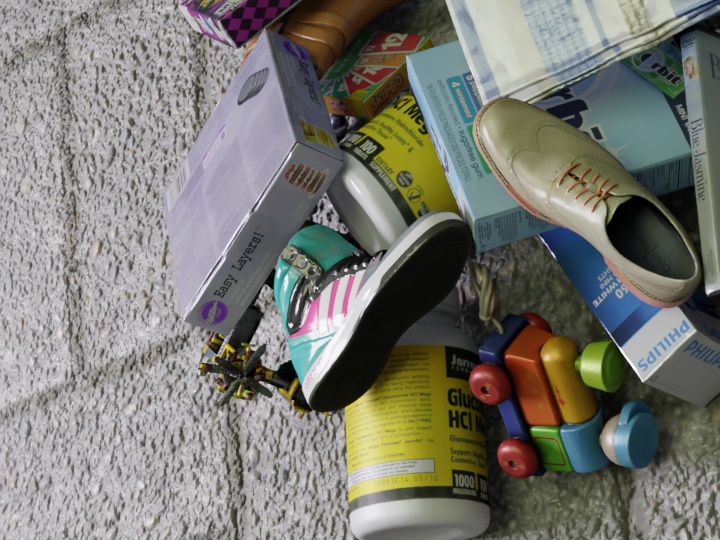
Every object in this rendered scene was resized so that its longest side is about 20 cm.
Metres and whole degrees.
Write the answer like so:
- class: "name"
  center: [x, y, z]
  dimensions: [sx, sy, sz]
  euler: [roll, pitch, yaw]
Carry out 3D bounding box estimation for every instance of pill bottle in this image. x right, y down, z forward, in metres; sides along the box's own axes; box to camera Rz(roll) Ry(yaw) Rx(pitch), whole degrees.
- class: "pill bottle"
  center: [0.073, -0.101, 1.405]
  dimensions: [0.199, 0.113, 0.112]
  euler: [-38, 50, -14]
- class: "pill bottle"
  center: [0.044, 0.114, 1.398]
  dimensions: [0.112, 0.112, 0.202]
  euler: [-16, 68, 35]

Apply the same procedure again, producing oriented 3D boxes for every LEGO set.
- class: "LEGO set"
  center: [-0.041, 0.043, 1.473]
  dimensions: [0.201, 0.153, 0.116]
  euler: [-57, 33, 2]

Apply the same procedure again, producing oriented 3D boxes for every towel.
- class: "towel"
  center: [0.157, -0.209, 1.251]
  dimensions: [0.199, 0.024, 0.148]
  euler: [-26, 72, 18]

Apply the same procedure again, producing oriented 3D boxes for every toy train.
- class: "toy train"
  center: [0.146, 0.065, 1.293]
  dimensions: [0.115, 0.201, 0.085]
  euler: [1, 33, 39]

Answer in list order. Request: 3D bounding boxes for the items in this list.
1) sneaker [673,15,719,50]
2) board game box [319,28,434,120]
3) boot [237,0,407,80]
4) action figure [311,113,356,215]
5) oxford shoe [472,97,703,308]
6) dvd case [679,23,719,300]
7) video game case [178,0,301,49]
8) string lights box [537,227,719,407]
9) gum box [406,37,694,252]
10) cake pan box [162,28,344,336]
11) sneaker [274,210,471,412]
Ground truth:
- class: "sneaker"
  center: [0.324, -0.206, 1.318]
  dimensions: [0.199, 0.077, 0.089]
  euler: [-14, 38, 37]
- class: "board game box"
  center: [-0.030, -0.185, 1.573]
  dimensions: [0.199, 0.030, 0.096]
  euler: [12, 50, 48]
- class: "boot"
  center: [-0.015, -0.230, 1.526]
  dimensions: [0.198, 0.077, 0.156]
  euler: [-10, 34, 29]
- class: "action figure"
  center: [-0.014, -0.101, 1.541]
  dimensions: [0.198, 0.069, 0.131]
  euler: [-7, 54, 29]
- class: "oxford shoe"
  center: [0.164, -0.056, 1.206]
  dimensions: [0.199, 0.074, 0.071]
  euler: [38, 84, 6]
- class: "dvd case"
  center: [0.290, -0.067, 1.240]
  dimensions: [0.017, 0.142, 0.202]
  euler: [-23, 63, 47]
- class: "video game case"
  center: [-0.063, -0.280, 1.559]
  dimensions: [0.199, 0.036, 0.181]
  euler: [-39, 20, -5]
- class: "string lights box"
  center: [0.205, 0.003, 1.314]
  dimensions: [0.059, 0.102, 0.201]
  euler: [-45, 53, 18]
- class: "gum box"
  center: [0.154, -0.119, 1.309]
  dimensions: [0.198, 0.045, 0.171]
  euler: [-16, 55, -4]
- class: "cake pan box"
  center: [-0.097, -0.072, 1.432]
  dimensions: [0.201, 0.052, 0.185]
  euler: [-55, 27, 24]
- class: "sneaker"
  center: [0.000, 0.000, 1.326]
  dimensions: [0.200, 0.083, 0.121]
  euler: [-52, 51, 29]
